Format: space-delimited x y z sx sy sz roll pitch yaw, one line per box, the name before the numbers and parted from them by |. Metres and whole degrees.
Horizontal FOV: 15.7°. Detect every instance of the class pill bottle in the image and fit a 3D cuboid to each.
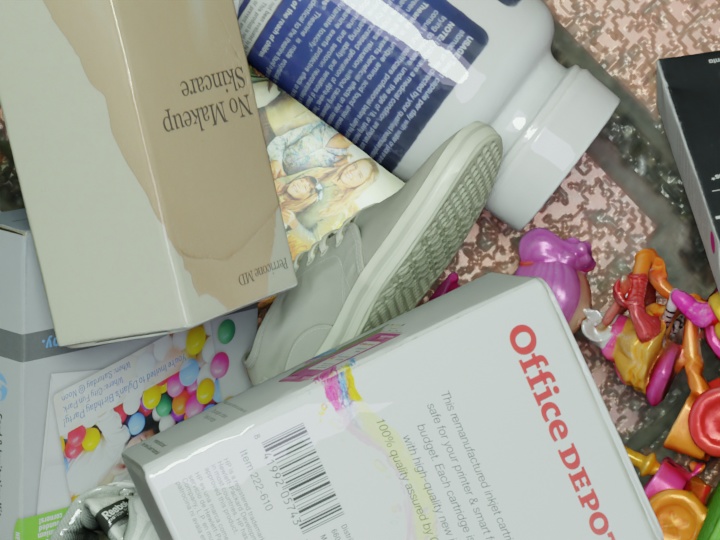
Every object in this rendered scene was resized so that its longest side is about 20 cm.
pill bottle | 0.022 -0.111 1.266 0.200 0.111 0.111 37 89 0

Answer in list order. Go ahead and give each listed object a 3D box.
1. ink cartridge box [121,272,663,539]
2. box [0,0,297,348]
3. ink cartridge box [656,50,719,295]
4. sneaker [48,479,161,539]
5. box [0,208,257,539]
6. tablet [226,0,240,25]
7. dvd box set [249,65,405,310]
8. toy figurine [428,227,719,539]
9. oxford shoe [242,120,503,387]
ink cartridge box | 0.015 0.106 1.176 0.200 0.085 0.145 -25 97 -10
box | -0.102 -0.075 1.162 0.078 0.095 0.200 -9 99 34
ink cartridge box | 0.209 -0.041 1.274 0.094 0.200 0.037 -8 132 -1
sneaker | -0.090 0.129 1.229 0.200 0.075 0.081 -32 115 -40
box | -0.116 0.064 1.260 0.041 0.156 0.201 15 108 40
tablet | -0.107 -0.175 1.265 0.014 0.200 0.130 6 91 -34
dvd box set | -0.024 -0.072 1.338 0.200 0.029 0.147 -25 90 -1
toy figurine | 0.118 0.048 1.290 0.184 0.150 0.200 27 99 8
oxford shoe | 0.000 0.000 1.238 0.058 0.075 0.200 46 127 16
